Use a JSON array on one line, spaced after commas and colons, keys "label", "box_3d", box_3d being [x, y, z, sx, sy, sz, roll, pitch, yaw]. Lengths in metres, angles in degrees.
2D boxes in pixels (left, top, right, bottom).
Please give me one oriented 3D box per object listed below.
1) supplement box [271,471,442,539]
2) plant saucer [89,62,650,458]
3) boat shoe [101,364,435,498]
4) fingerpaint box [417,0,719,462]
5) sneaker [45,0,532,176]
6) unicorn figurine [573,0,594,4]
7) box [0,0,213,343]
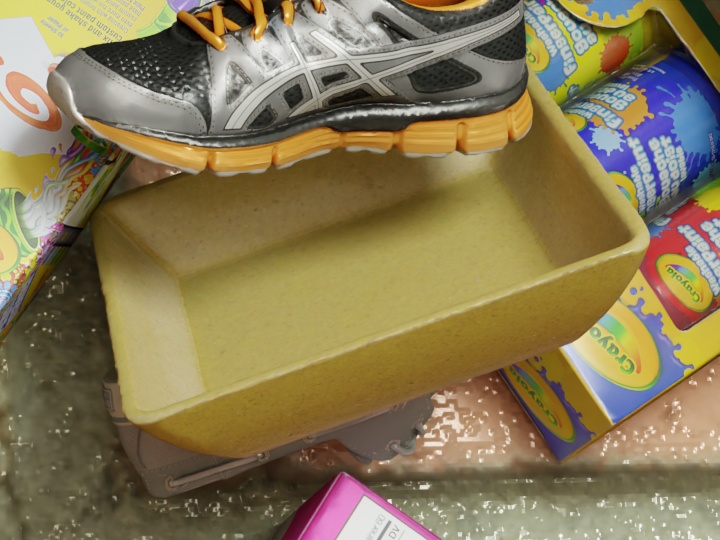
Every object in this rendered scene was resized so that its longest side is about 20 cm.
[{"label": "supplement box", "box_3d": [0.036, 0.185, 0.904, 0.200, 0.101, 0.104, 36, 67, -1]}, {"label": "plant saucer", "box_3d": [0.000, 0.000, 0.878, 0.199, 0.200, 0.049, -19, 116, -2]}, {"label": "boat shoe", "box_3d": [-0.006, 0.046, 0.938, 0.200, 0.070, 0.072, -16, 105, 3]}, {"label": "fingerpaint box", "box_3d": [0.107, -0.044, 1.016, 0.166, 0.073, 0.200, -31, 82, -23]}, {"label": "sneaker", "box_3d": [-0.024, -0.085, 0.854, 0.199, 0.078, 0.078, -8, 118, -26]}, {"label": "unicorn figurine", "box_3d": [0.068, -0.175, 0.947, 0.073, 0.201, 0.138, 11, 36, -13]}, {"label": "box", "box_3d": [-0.186, -0.095, 0.922, 0.200, 0.122, 0.193, 35, 66, -3]}]
